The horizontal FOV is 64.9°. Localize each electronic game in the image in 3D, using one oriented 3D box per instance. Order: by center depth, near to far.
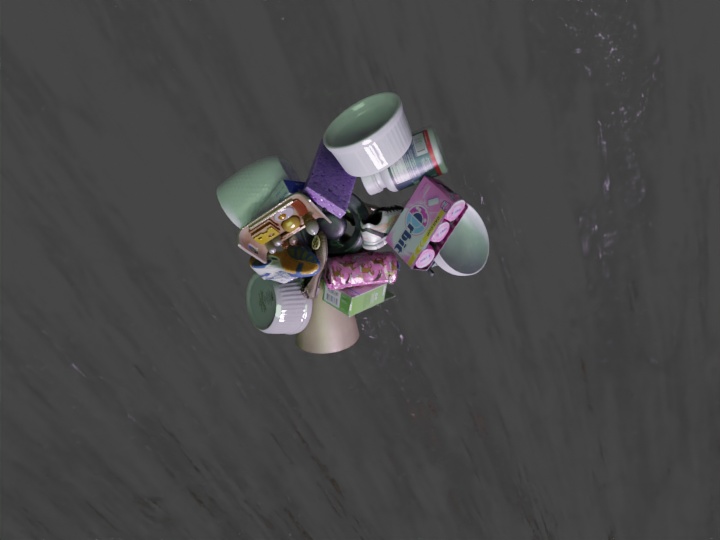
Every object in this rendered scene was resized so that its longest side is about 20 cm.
[{"bbox_3d":[-0.073,-0.118,1.445,0.198,0.042,0.202,2,120,3],"label":"electronic game"}]

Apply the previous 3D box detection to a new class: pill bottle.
[{"bbox_3d":[0.101,-0.259,1.369,0.198,0.120,0.120,-18,121,16],"label":"pill bottle"}]

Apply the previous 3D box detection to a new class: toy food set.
[{"bbox_3d":[-0.177,-0.092,1.333,0.199,0.061,0.143,-32,157,7],"label":"toy food set"}]

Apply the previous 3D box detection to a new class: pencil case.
[{"bbox_3d":[0.000,0.000,1.462,0.198,0.087,0.084,-5,113,-18],"label":"pencil case"}]

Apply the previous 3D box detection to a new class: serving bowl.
[{"bbox_3d":[0.238,-0.080,1.458,0.200,0.201,0.066,38,149,-21],"label":"serving bowl"}]

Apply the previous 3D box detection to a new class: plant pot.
[{"bbox_3d":[-0.103,0.101,1.608,0.185,0.188,0.202,-2,111,5],"label":"plant pot"}]

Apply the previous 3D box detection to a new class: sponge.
[{"bbox_3d":[-0.066,-0.229,1.355,0.111,0.201,0.030,30,138,-18],"label":"sponge"}]

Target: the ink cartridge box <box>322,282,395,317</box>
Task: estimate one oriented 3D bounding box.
[{"bbox_3d":[0.002,0.051,1.534,0.103,0.199,0.060,27,121,34],"label":"ink cartridge box"}]

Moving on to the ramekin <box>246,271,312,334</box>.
[{"bbox_3d":[-0.232,0.079,1.561,0.104,0.201,0.201,-3,135,-41],"label":"ramekin"}]

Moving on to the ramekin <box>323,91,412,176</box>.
[{"bbox_3d":[0.022,-0.307,1.299,0.199,0.201,0.098,-22,127,17],"label":"ramekin"}]

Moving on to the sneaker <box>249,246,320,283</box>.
[{"bbox_3d":[-0.182,-0.009,1.438,0.198,0.076,0.088,7,147,26],"label":"sneaker"}]

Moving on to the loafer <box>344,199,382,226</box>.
[{"bbox_3d":[0.006,-0.140,1.487,0.199,0.069,0.076,25,123,-13],"label":"loafer"}]

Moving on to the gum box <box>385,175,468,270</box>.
[{"bbox_3d":[0.158,-0.115,1.346,0.066,0.114,0.201,4,125,-46],"label":"gum box"}]

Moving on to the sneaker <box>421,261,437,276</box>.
[{"bbox_3d":[0.202,-0.027,1.507,0.198,0.140,0.078,21,125,-10],"label":"sneaker"}]

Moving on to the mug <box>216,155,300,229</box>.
[{"bbox_3d":[-0.233,-0.192,1.436,0.175,0.149,0.200,-33,147,15],"label":"mug"}]

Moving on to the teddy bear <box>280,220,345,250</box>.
[{"bbox_3d":[-0.122,-0.061,1.520,0.200,0.067,0.145,43,117,-4],"label":"teddy bear"}]

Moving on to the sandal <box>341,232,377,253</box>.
[{"bbox_3d":[0.003,-0.044,1.558,0.199,0.054,0.081,27,115,-2],"label":"sandal"}]

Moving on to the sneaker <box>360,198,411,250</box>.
[{"bbox_3d":[0.079,-0.133,1.429,0.073,0.200,0.081,22,140,43],"label":"sneaker"}]

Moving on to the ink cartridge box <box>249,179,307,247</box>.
[{"bbox_3d":[-0.197,-0.132,1.364,0.094,0.044,0.200,-3,146,-49],"label":"ink cartridge box"}]

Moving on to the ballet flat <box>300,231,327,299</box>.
[{"bbox_3d":[-0.121,-0.010,1.447,0.046,0.068,0.201,1,127,-20],"label":"ballet flat"}]
